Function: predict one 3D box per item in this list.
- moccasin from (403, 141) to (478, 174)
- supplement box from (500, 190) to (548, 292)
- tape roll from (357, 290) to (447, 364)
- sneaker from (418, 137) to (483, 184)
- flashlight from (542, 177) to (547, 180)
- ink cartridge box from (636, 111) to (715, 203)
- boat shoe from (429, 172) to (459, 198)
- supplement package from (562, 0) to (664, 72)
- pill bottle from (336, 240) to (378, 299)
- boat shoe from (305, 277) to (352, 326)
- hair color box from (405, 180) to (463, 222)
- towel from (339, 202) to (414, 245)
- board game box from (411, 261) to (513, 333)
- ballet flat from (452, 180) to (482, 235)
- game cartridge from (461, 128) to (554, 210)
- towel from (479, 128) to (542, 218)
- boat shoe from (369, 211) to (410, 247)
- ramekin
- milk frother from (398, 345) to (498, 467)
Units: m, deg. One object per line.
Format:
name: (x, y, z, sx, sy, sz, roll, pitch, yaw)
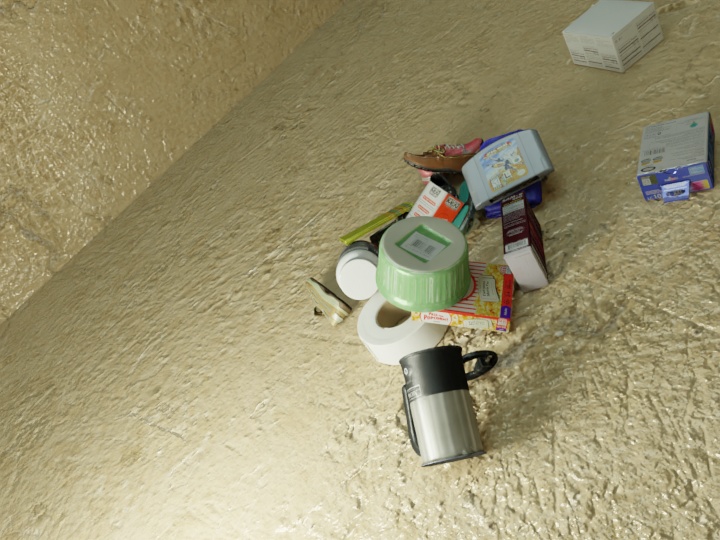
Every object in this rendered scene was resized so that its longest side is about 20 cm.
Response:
moccasin: (0.214, -0.299, 1.812, 0.199, 0.079, 0.074, 6, 8, 8)
supplement box: (0.347, -0.064, 1.450, 0.060, 0.109, 0.201, -19, 36, 24)
tape roll: (0.093, 0.109, 1.504, 0.201, 0.071, 0.203, -24, 35, 18)
sneaker: (0.244, -0.317, 1.868, 0.199, 0.087, 0.074, -32, 18, 6)
flashlight: (0.367, -0.241, 1.699, 0.199, 0.068, 0.069, 3, 73, 38)
ink cartridge box: (0.649, -0.225, 1.401, 0.136, 0.077, 0.201, -9, 40, 36)
boat shoe: (0.221, -0.195, 1.767, 0.070, 0.066, 0.201, -28, 34, 13)
supplement package: (0.686, -0.644, 1.858, 0.155, 0.111, 0.200, -40, 33, -5)
pill bottle: (0.000, 0.000, 1.628, 0.115, 0.116, 0.200, -31, 10, 8)
boat shoe: (-0.099, 0.082, 1.726, 0.076, 0.071, 0.200, -55, 33, 0)
hair color box: (0.156, -0.108, 1.662, 0.201, 0.061, 0.102, -57, 32, 11)
towel: (0.042, -0.119, 1.717, 0.199, 0.018, 0.086, -29, 11, -6)
board game box: (0.214, 0.047, 1.416, 0.198, 0.047, 0.152, 6, 45, 10)
ballet flat: (0.265, -0.138, 1.655, 0.074, 0.074, 0.201, -8, 46, 36)
game cartridge: (0.339, -0.242, 1.598, 0.199, 0.041, 0.134, -27, 66, 22)
towel: (0.355, -0.235, 1.631, 0.147, 0.049, 0.202, -16, 66, 35)
boat shoe: (0.111, -0.118, 1.753, 0.200, 0.065, 0.073, -38, 19, 9)
ramekin: (0.128, -0.020, 1.386, 0.198, 0.098, 0.201, -2, 44, 2)
milk frother: (0.179, 0.239, 1.219, 0.198, 0.181, 0.190, -8, 71, -8)
